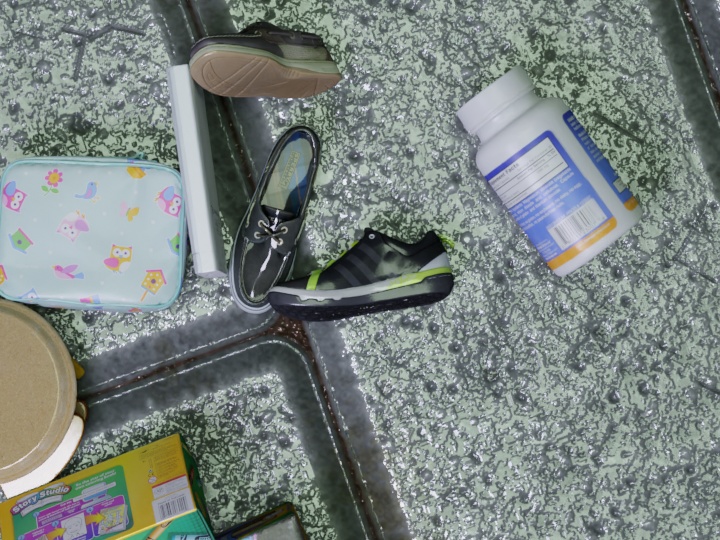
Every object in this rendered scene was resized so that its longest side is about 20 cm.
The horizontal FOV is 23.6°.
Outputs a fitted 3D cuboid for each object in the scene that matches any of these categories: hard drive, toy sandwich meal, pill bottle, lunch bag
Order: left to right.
[{"bbox_3d":[-0.365,0.126,1.734,0.203,0.070,0.207,0,86,4],"label":"toy sandwich meal"},{"bbox_3d":[-0.266,-0.041,1.740,0.198,0.077,0.162,3,86,-4],"label":"lunch bag"},{"bbox_3d":[-0.162,-0.095,1.721,0.026,0.132,0.202,-8,88,0],"label":"hard drive"},{"bbox_3d":[0.187,-0.104,1.755,0.112,0.112,0.201,-36,89,-5],"label":"pill bottle"}]

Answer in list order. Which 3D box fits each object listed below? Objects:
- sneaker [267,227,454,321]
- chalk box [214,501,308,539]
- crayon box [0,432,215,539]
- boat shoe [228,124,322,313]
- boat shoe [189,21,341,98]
[{"bbox_3d":[0.000,0.000,1.767,0.198,0.072,0.084,-7,75,-10],"label":"sneaker"},{"bbox_3d":[-0.133,0.330,1.708,0.199,0.124,0.126,-23,90,-3],"label":"chalk box"},{"bbox_3d":[-0.250,0.248,1.680,0.199,0.119,0.059,-22,126,-1],"label":"crayon box"},{"bbox_3d":[-0.088,-0.055,1.761,0.068,0.057,0.202,16,86,-3],"label":"boat shoe"},{"bbox_3d":[-0.100,-0.215,1.723,0.072,0.199,0.065,-33,69,37],"label":"boat shoe"}]
